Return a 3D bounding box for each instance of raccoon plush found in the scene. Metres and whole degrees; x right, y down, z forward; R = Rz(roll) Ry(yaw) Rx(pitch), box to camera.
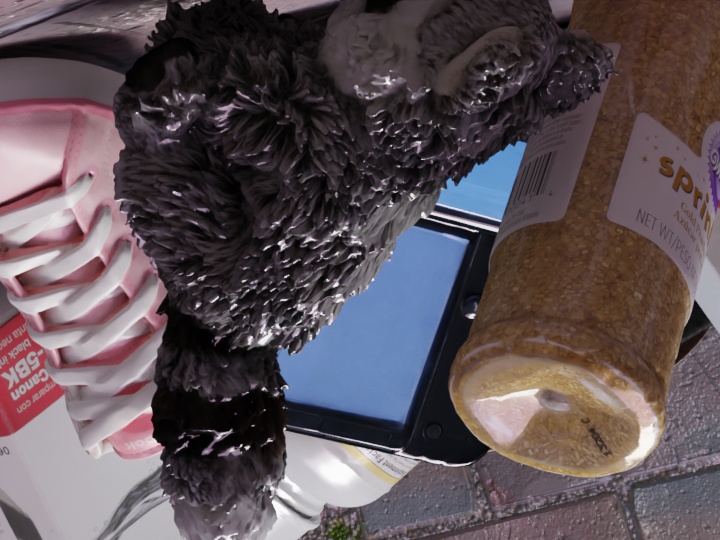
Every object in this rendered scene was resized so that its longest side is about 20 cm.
[{"bbox_3d":[0.009,-0.008,0.778,0.133,0.201,0.097,6,-155,28],"label":"raccoon plush"}]

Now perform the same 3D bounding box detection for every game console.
[{"bbox_3d":[0.000,0.000,1.001,0.199,0.173,0.119,14,-166,-19],"label":"game console"}]

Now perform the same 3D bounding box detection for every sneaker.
[{"bbox_3d":[-0.086,0.003,0.860,0.075,0.105,0.200,-16,158,17],"label":"sneaker"}]

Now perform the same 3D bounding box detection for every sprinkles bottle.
[{"bbox_3d":[0.084,-0.031,0.814,0.068,0.068,0.201,-17,-140,39],"label":"sprinkles bottle"}]

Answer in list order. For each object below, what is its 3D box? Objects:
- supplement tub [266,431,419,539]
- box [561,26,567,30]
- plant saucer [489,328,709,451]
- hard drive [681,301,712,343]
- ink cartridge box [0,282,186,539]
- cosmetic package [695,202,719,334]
[{"bbox_3d":[0.001,0.015,1.155,0.200,0.146,0.145,-41,176,5],"label":"supplement tub"},{"bbox_3d":[0.043,-0.075,1.307,0.199,0.049,0.082,-17,180,39],"label":"box"},{"bbox_3d":[0.090,0.032,1.347,0.199,0.037,0.201,-21,-163,7],"label":"plant saucer"},{"bbox_3d":[0.100,0.012,1.279,0.139,0.033,0.200,-28,-161,-15],"label":"hard drive"},{"bbox_3d":[-0.164,0.107,1.217,0.146,0.201,0.083,-8,-156,42],"label":"ink cartridge box"},{"bbox_3d":[0.204,-0.048,0.926,0.200,0.151,0.052,-37,180,-9],"label":"cosmetic package"}]
